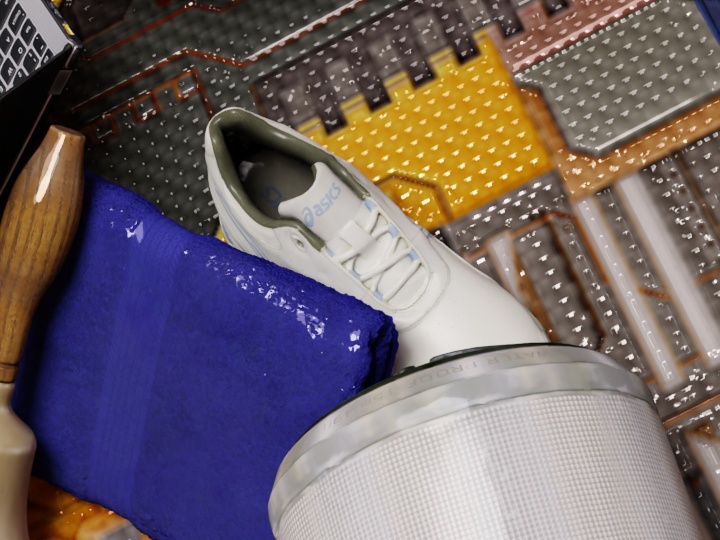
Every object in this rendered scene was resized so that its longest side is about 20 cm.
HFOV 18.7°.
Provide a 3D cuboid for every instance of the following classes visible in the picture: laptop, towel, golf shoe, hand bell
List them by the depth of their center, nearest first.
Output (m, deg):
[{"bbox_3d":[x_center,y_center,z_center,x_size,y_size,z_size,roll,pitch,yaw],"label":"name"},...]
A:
[{"bbox_3d":[-0.155,0.034,0.951,0.104,0.104,0.202,25,100,28],"label":"hand bell"},{"bbox_3d":[0.000,0.000,0.958,0.199,0.097,0.078,36,79,28],"label":"golf shoe"},{"bbox_3d":[-0.077,0.048,0.967,0.199,0.049,0.149,24,114,28],"label":"towel"},{"bbox_3d":[-0.220,-0.051,1.001,0.200,0.115,0.188,54,125,31],"label":"laptop"}]

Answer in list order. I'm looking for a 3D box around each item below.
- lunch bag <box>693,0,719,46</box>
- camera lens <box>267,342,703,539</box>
[{"bbox_3d":[0.188,-0.169,0.908,0.131,0.200,0.137,4,73,24],"label":"lunch bag"},{"bbox_3d":[0.060,0.140,0.831,0.159,0.160,0.201,-21,64,9],"label":"camera lens"}]
